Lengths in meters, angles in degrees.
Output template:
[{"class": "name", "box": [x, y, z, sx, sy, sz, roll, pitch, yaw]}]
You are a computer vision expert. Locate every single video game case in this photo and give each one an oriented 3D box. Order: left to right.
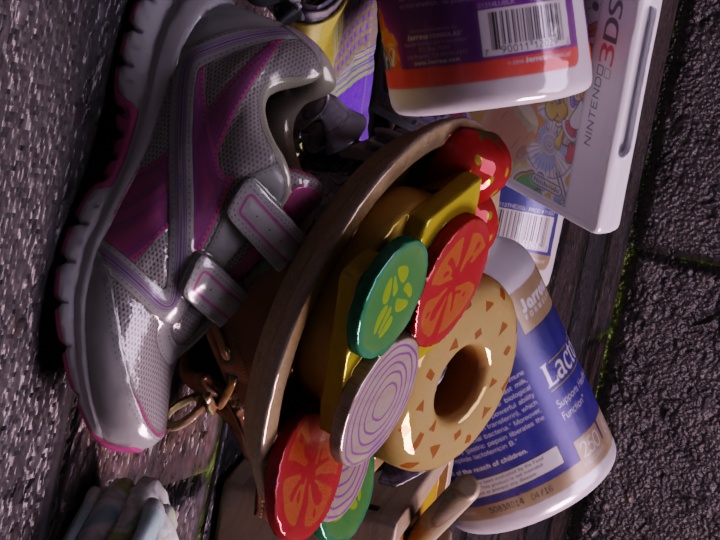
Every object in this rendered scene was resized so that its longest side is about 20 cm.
[{"class": "video game case", "box": [0.086, -0.141, 1.297, 0.023, 0.200, 0.182, -13, 122, -38]}]

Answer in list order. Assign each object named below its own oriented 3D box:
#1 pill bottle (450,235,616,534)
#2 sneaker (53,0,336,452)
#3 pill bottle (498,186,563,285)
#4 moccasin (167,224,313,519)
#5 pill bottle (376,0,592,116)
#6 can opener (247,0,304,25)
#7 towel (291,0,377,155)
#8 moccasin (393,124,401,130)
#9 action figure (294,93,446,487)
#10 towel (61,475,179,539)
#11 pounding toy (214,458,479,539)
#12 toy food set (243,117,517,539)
[{"class": "pill bottle", "box": [0.068, 0.050, 1.394, 0.200, 0.116, 0.116, 65, 24, -14]}, {"class": "sneaker", "box": [-0.064, -0.021, 0.933, 0.081, 0.088, 0.200, 28, 75, -78]}, {"class": "pill bottle", "box": [0.093, -0.094, 1.534, 0.111, 0.111, 0.200, -5, 108, -78]}, {"class": "moccasin", "box": [-0.054, 0.039, 1.063, 0.202, 0.078, 0.074, 81, 10, -45]}, {"class": "pill bottle", "box": [0.058, -0.188, 1.212, 0.111, 0.111, 0.200, -32, 115, -74]}, {"class": "can opener", "box": [-0.035, -0.143, 0.946, 0.066, 0.053, 0.200, -37, 177, 2]}, {"class": "towel", "box": [-0.017, -0.078, 1.259, 0.144, 0.023, 0.200, -57, 156, -61]}, {"class": "moccasin", "box": [0.054, -0.096, 1.435, 0.078, 0.074, 0.202, -63, 166, -55]}, {"class": "action figure", "box": [0.000, 0.000, 1.128, 0.069, 0.130, 0.200, -26, 113, -24]}, {"class": "towel", "box": [-0.121, 0.212, 1.003, 0.171, 0.048, 0.200, 87, 19, -48]}, {"class": "pounding toy", "box": [0.000, 0.164, 1.289, 0.184, 0.142, 0.200, -46, 147, -69]}, {"class": "toy food set", "box": [0.014, 0.029, 0.995, 0.198, 0.049, 0.200, -40, 148, -45]}]
